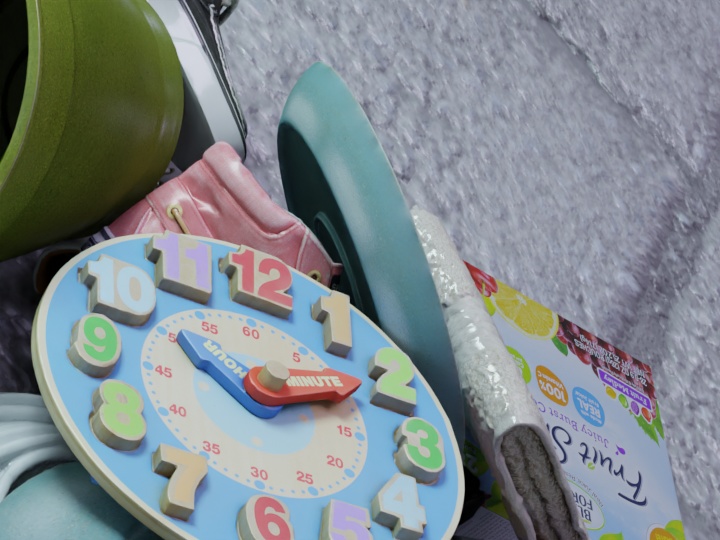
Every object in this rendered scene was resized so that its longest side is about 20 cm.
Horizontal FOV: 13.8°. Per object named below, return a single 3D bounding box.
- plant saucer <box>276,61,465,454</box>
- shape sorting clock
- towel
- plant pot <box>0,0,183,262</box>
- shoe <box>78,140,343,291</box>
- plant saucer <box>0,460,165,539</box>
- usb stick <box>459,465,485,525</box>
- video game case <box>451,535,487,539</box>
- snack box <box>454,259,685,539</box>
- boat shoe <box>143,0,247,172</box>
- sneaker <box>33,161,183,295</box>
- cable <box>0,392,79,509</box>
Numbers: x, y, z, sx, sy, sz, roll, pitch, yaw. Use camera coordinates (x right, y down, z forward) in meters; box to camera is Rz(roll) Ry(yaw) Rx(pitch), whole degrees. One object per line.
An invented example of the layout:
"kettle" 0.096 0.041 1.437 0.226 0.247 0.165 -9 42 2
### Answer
"plant saucer" 0.000 0.000 1.404 0.200 0.027 0.200 161 -90 -79
"shape sorting clock" -0.044 0.055 1.246 0.200 0.039 0.200 23 31 -15
"towel" 0.063 0.065 1.428 0.133 0.034 0.200 63 -1 30
"plant pot" -0.178 -0.083 1.323 0.193 0.200 0.201 7 53 -64
"shoe" -0.033 0.039 1.360 0.200 0.091 0.071 50 0 -4
"plant saucer" -0.063 0.151 1.189 0.201 0.039 0.201 21 44 -22
"usb stick" -0.020 0.056 1.493 0.200 0.033 0.055 42 19 15
"video game case" 0.120 0.196 1.453 0.182 0.200 0.024 46 69 -21
"snack box" 0.086 0.095 1.622 0.200 0.068 0.169 29 39 -35
"boat shoe" -0.092 -0.138 1.439 0.064 0.071 0.200 -21 81 -27
"sneaker" -0.111 -0.013 1.444 0.085 0.073 0.200 39 34 -29
"cable" -0.125 0.143 1.232 0.200 0.069 0.200 48 41 7
